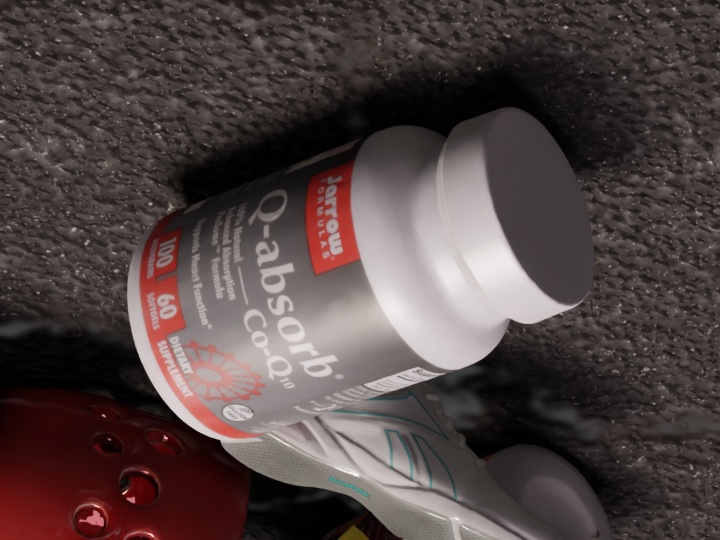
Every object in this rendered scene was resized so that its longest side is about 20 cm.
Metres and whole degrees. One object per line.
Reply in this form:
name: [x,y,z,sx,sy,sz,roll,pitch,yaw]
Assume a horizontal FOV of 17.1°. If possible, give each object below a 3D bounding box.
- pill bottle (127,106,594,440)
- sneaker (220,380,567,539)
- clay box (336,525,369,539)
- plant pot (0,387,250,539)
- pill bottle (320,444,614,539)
pill bottle: [0.000,0.000,1.110,0.199,0.116,0.116,-20,134,30]
sneaker: [0.025,0.091,1.215,0.200,0.080,0.070,29,153,1]
clay box: [-0.051,0.211,1.255,0.048,0.115,0.200,44,137,5]
plant pot: [-0.178,0.155,1.270,0.182,0.201,0.200,23,139,-15]
pill bottle: [0.038,0.179,1.335,0.109,0.110,0.200,35,134,-30]
